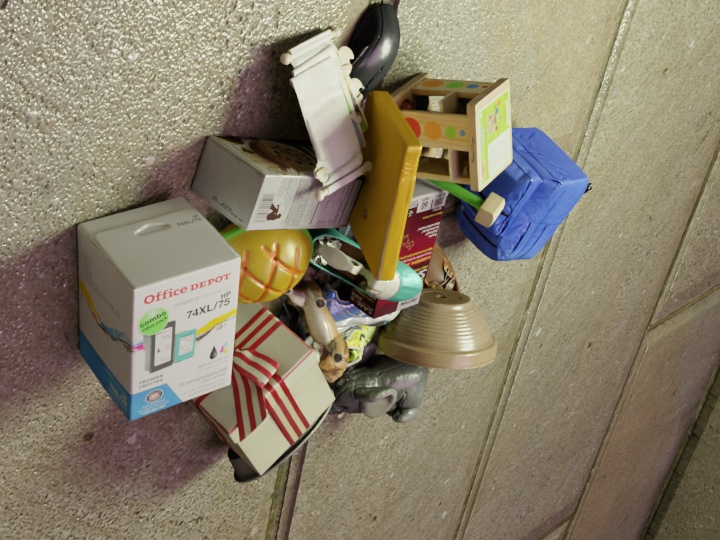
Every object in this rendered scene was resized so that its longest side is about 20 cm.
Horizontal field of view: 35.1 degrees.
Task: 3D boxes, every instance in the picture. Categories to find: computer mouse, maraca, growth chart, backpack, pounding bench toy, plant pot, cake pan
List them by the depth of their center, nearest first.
[{"bbox_3d":[-0.037,-0.203,1.448,0.144,0.018,0.202,-27,105,-50],"label":"growth chart"},{"bbox_3d":[-0.157,-0.008,1.512,0.198,0.107,0.138,-19,137,-6],"label":"maraca"},{"bbox_3d":[0.016,-0.254,1.558,0.201,0.046,0.140,-58,148,5],"label":"computer mouse"},{"bbox_3d":[0.123,-0.167,1.637,0.124,0.155,0.202,-41,133,-50],"label":"pounding bench toy"},{"bbox_3d":[-0.122,0.057,1.683,0.201,0.034,0.059,75,27,-44],"label":"computer mouse"},{"bbox_3d":[-0.127,0.238,1.735,0.200,0.200,0.037,-44,103,-16],"label":"cake pan"},{"bbox_3d":[0.128,0.087,1.871,0.200,0.200,0.094,-13,113,-47],"label":"plant pot"},{"bbox_3d":[0.246,-0.120,1.896,0.167,0.163,0.201,-5,137,-40],"label":"backpack"}]

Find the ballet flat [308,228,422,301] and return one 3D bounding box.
[{"bbox_3d":[0.000,0.000,1.621,0.068,0.199,0.071,-59,-167,18],"label":"ballet flat"}]

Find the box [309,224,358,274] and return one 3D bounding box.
[{"bbox_3d":[0.014,-0.069,1.726,0.199,0.051,0.159,4,117,-54],"label":"box"}]

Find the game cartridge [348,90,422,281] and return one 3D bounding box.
[{"bbox_3d":[0.028,-0.117,1.513,0.032,0.177,0.202,1,123,-19],"label":"game cartridge"}]

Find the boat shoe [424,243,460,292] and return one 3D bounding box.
[{"bbox_3d":[0.133,0.008,1.942,0.072,0.067,0.200,-48,148,-10],"label":"boat shoe"}]

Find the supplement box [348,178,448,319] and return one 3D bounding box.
[{"bbox_3d":[0.056,-0.036,1.705,0.108,0.061,0.202,-17,131,-43],"label":"supplement box"}]

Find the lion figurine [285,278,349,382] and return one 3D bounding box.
[{"bbox_3d":[-0.064,0.075,1.687,0.123,0.072,0.202,-81,159,-80],"label":"lion figurine"}]

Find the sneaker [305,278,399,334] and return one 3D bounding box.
[{"bbox_3d":[0.005,0.043,1.795,0.199,0.076,0.078,-19,136,-43],"label":"sneaker"}]

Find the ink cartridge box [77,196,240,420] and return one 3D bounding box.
[{"bbox_3d":[-0.246,0.043,1.379,0.146,0.146,0.202,-18,134,-32],"label":"ink cartridge box"}]

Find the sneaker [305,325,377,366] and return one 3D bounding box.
[{"bbox_3d":[-0.015,0.113,1.836,0.199,0.076,0.076,-36,143,-31],"label":"sneaker"}]

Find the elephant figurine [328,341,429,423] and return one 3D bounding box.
[{"bbox_3d":[0.011,0.194,1.900,0.199,0.141,0.157,5,99,-44],"label":"elephant figurine"}]

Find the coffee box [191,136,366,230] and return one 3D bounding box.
[{"bbox_3d":[-0.103,-0.113,1.470,0.199,0.113,0.080,-6,124,-52],"label":"coffee box"}]

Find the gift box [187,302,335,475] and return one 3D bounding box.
[{"bbox_3d":[-0.163,0.164,1.587,0.200,0.184,0.187,-48,150,-18],"label":"gift box"}]
